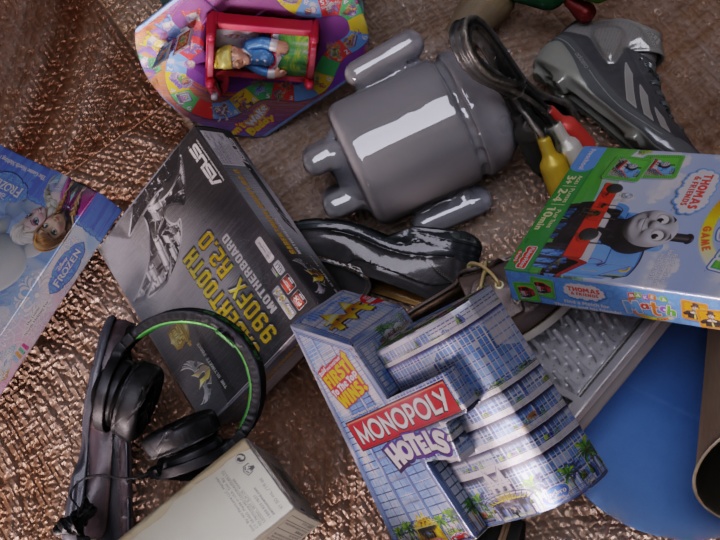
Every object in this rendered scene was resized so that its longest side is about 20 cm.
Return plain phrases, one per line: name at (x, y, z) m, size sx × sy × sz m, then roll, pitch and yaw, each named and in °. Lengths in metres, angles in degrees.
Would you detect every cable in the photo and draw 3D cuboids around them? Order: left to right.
cable at (0.142, -0.136, 0.890) m, size 0.050 × 0.200 × 0.097 m, roll -3°, pitch 46°, yaw 38°

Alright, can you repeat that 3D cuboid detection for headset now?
headset at (-0.162, 0.121, 0.864) m, size 0.123 × 0.094 × 0.200 m, roll 40°, pitch 97°, yaw 2°

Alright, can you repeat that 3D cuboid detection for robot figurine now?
robot figurine at (0.050, -0.114, 0.946) m, size 0.200 × 0.113 × 0.170 m, roll -24°, pitch 106°, yaw 2°

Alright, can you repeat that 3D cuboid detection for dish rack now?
dish rack at (0.162, 0.049, 0.874) m, size 0.200 × 0.044 × 0.172 m, roll -49°, pitch 31°, yaw -8°

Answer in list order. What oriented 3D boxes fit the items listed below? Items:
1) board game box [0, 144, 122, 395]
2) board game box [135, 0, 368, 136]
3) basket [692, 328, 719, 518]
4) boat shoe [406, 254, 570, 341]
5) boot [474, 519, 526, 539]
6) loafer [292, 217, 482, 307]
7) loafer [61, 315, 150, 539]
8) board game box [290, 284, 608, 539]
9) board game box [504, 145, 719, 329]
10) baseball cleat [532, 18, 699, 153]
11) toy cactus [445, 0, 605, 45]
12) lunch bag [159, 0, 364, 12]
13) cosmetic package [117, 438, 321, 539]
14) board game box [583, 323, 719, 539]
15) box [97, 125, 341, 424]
board game box at (-0.342, -0.011, 0.998) m, size 0.200 × 0.043 × 0.199 m, roll 23°, pitch 77°, yaw 32°
board game box at (-0.091, -0.180, 0.953) m, size 0.200 × 0.158 × 0.039 m, roll -29°, pitch 40°, yaw 26°
basket at (0.313, 0.056, 0.790) m, size 0.136 × 0.180 × 0.200 m, roll 28°, pitch 45°, yaw -17°
boat shoe at (0.092, 0.030, 0.878) m, size 0.200 × 0.060 × 0.072 m, roll -35°, pitch 29°, yaw 14°
boot at (0.031, 0.257, 0.850) m, size 0.138 × 0.077 × 0.200 m, roll 22°, pitch 76°, yaw 22°
loafer at (0.000, 0.000, 0.942) m, size 0.200 × 0.073 × 0.072 m, roll 3°, pitch 77°, yaw 13°
loafer at (-0.204, 0.140, 0.941) m, size 0.063 × 0.072 × 0.200 m, roll 9°, pitch 80°, yaw -5°
board game box at (0.045, 0.094, 0.803) m, size 0.062 × 0.200 × 0.200 m, roll -33°, pitch 89°, yaw -36°
board game box at (0.225, -0.027, 0.795) m, size 0.200 × 0.037 × 0.151 m, roll 9°, pitch 46°, yaw 34°
baseball cleat at (0.242, -0.148, 0.945) m, size 0.106 × 0.070 × 0.200 m, roll -44°, pitch 71°, yaw -5°
toy cactus at (0.142, -0.273, 1.001) m, size 0.165 × 0.102 × 0.200 m, roll -50°, pitch 63°, yaw 18°
lunch bag at (-0.092, -0.277, 0.981) m, size 0.170 × 0.200 × 0.122 m, roll -6°, pitch 71°, yaw 9°
cosmetic package at (-0.136, 0.228, 0.872) m, size 0.200 × 0.104 × 0.073 m, roll -37°, pitch 69°, yaw -5°
board game box at (0.241, 0.114, 0.874) m, size 0.158 × 0.039 × 0.200 m, roll 26°, pitch 68°, yaw 15°
box at (-0.120, 0.004, 0.936) m, size 0.158 × 0.048 × 0.200 m, roll -45°, pitch 67°, yaw 26°
